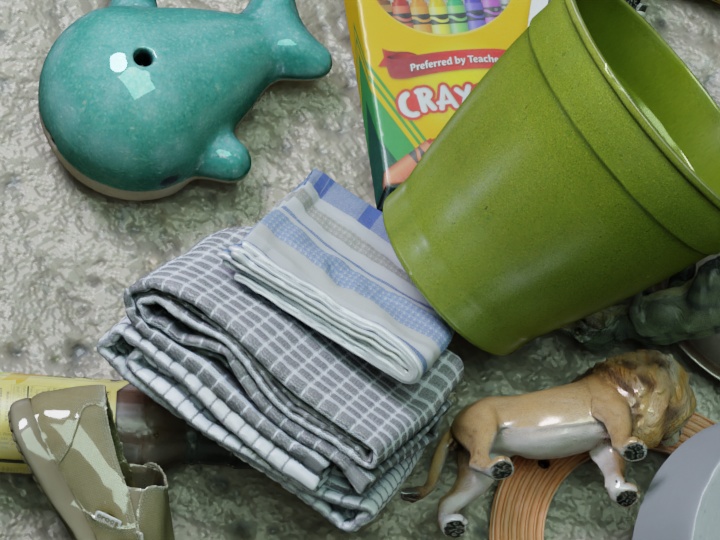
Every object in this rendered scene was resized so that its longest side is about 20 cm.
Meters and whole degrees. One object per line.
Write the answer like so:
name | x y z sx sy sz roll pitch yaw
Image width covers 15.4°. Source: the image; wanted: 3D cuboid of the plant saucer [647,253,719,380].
plant saucer | 0.285 0.000 1.809 0.200 0.032 0.200 3 68 -7

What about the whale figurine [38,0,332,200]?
whale figurine | -0.115 -0.133 1.762 0.200 0.104 0.159 -25 73 -17

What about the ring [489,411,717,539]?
ring | 0.181 0.179 1.727 0.200 0.019 0.201 3 68 -8

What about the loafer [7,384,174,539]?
loafer | -0.141 0.155 1.625 0.067 0.076 0.200 -30 103 2

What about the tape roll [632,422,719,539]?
tape roll | 0.269 0.189 1.671 0.200 0.066 0.201 4 81 -28

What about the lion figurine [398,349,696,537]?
lion figurine | 0.119 0.101 1.700 0.200 0.073 0.123 -4 34 -3

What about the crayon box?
crayon box | 0.060 -0.144 1.822 0.127 0.051 0.200 -6 69 -11

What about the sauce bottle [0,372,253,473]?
sauce bottle | -0.165 0.100 1.683 0.200 0.065 0.065 5 67 -9

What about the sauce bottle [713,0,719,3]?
sauce bottle | 0.289 -0.207 1.878 0.200 0.066 0.066 22 66 -2

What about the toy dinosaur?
toy dinosaur | 0.225 0.009 1.738 0.200 0.047 0.088 -2 76 22

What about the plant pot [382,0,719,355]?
plant pot | 0.125 -0.050 1.690 0.193 0.200 0.200 -39 75 19

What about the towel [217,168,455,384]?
towel | 0.000 0.000 1.699 0.147 0.200 0.024 33 112 4

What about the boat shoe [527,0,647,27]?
boat shoe | 0.158 -0.180 1.811 0.071 0.064 0.200 33 49 -42

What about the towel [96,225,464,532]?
towel | -0.042 0.059 1.657 0.200 0.166 0.086 35 111 7
